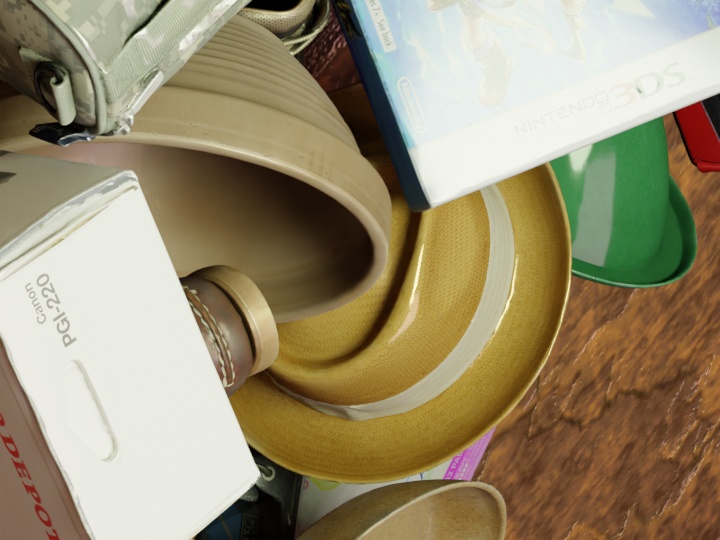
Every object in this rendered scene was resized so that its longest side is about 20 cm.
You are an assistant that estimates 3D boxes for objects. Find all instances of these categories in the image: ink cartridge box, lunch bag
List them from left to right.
[{"bbox_3d":[-0.149,0.030,1.108,0.085,0.200,0.146,-36,118,-29],"label":"ink cartridge box"},{"bbox_3d":[-0.093,-0.159,1.080,0.200,0.168,0.140,-44,145,-17],"label":"lunch bag"}]

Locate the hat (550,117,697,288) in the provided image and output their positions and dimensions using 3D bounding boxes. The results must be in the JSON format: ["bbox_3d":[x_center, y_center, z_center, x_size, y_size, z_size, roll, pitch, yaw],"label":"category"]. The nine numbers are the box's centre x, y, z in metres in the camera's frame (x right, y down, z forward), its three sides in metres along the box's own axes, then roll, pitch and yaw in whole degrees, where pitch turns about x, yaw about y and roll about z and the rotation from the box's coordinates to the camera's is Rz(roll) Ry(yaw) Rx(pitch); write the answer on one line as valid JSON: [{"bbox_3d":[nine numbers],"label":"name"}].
[{"bbox_3d":[0.124,-0.119,1.377,0.176,0.200,0.166,-57,172,31],"label":"hat"}]

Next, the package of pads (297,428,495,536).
[{"bbox_3d":[0.020,0.053,1.503,0.154,0.068,0.201,4,115,-54],"label":"package of pads"}]

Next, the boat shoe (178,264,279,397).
[{"bbox_3d":[-0.105,0.048,1.217,0.070,0.071,0.200,-32,177,-28],"label":"boat shoe"}]

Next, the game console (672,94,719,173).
[{"bbox_3d":[0.175,-0.167,1.450,0.177,0.031,0.201,60,29,-56],"label":"game console"}]

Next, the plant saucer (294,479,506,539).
[{"bbox_3d":[-0.012,0.171,1.351,0.200,0.035,0.201,-37,151,-24],"label":"plant saucer"}]

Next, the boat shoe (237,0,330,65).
[{"bbox_3d":[-0.056,-0.120,1.249,0.074,0.073,0.200,-43,145,-19],"label":"boat shoe"}]

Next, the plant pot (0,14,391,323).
[{"bbox_3d":[-0.084,-0.054,1.211,0.201,0.200,0.093,45,44,-57],"label":"plant pot"}]

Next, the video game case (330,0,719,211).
[{"bbox_3d":[0.073,-0.152,1.254,0.181,0.045,0.201,-22,95,-12],"label":"video game case"}]

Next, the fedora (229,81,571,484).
[{"bbox_3d":[0.000,0.000,1.312,0.201,0.200,0.082,-57,163,2],"label":"fedora"}]

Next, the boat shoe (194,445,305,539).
[{"bbox_3d":[-0.062,0.102,1.406,0.066,0.070,0.201,-70,169,-65],"label":"boat shoe"}]

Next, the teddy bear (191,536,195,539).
[{"bbox_3d":[-0.113,0.185,1.393,0.067,0.145,0.201,-57,167,-56],"label":"teddy bear"}]
